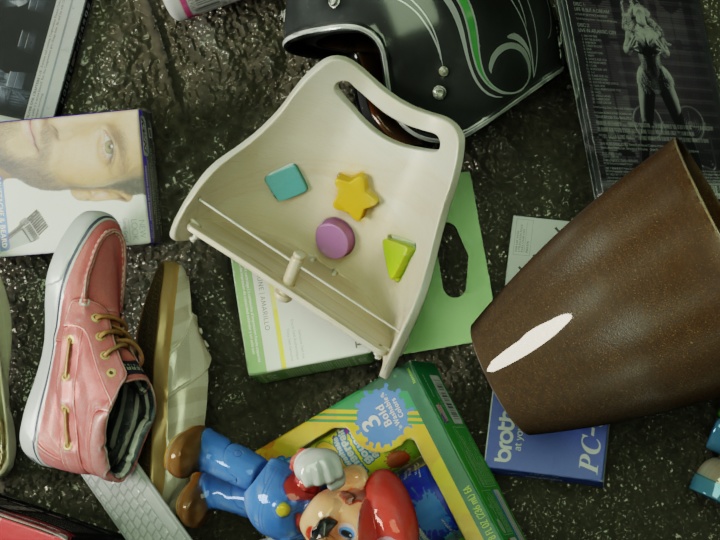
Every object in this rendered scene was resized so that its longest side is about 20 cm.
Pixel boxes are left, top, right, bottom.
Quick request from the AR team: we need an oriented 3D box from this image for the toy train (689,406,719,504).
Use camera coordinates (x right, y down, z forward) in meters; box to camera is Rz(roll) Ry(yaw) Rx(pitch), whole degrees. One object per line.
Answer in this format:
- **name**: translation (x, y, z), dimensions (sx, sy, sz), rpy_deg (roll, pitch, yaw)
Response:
- **toy train**: translation (0.355, 0.150, 1.423), dimensions (0.199, 0.085, 0.116), rpy_deg (23, 91, 10)

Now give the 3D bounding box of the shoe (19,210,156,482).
- **shoe**: translation (-0.194, 0.059, 1.442), dimensions (0.091, 0.071, 0.202), rpy_deg (12, 88, 33)

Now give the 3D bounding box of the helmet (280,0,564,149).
- **helmet**: translation (0.045, -0.193, 1.467), dimensions (0.199, 0.200, 0.191), rpy_deg (-33, 92, -2)

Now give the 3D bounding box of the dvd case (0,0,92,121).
- **dvd case**: translation (-0.333, -0.201, 1.588), dimensions (0.199, 0.025, 0.151), rpy_deg (12, 79, 7)

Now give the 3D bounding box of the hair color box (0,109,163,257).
- **hair color box**: translation (-0.265, -0.067, 1.522), dimensions (0.198, 0.065, 0.110), rpy_deg (-6, 91, 3)

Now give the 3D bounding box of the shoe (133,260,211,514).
- **shoe**: translation (-0.148, 0.094, 1.493), dimensions (0.053, 0.070, 0.202), rpy_deg (7, 81, -23)

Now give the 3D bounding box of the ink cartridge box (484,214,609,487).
- **ink cartridge box**: translation (0.154, 0.062, 1.475), dimensions (0.093, 0.044, 0.202), rpy_deg (6, 79, 8)

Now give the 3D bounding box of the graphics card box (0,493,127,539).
- **graphics card box**: translation (-0.253, 0.201, 1.404), dimensions (0.125, 0.200, 0.051), rpy_deg (17, 85, 8)

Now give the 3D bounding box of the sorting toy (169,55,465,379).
- **sorting toy**: translation (-0.009, -0.056, 1.400), dimensions (0.199, 0.107, 0.181), rpy_deg (33, 114, 12)

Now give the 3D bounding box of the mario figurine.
- **mario figurine**: translation (-0.053, 0.177, 1.353), dimensions (0.199, 0.123, 0.107), rpy_deg (12, 78, 26)

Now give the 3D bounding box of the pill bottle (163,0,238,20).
- **pill bottle**: translation (-0.077, -0.287, 1.536), dimensions (0.199, 0.113, 0.114), rpy_deg (-19, 77, 1)

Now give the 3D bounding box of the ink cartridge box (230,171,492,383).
- **ink cartridge box**: translation (0.000, 0.000, 1.502), dimensions (0.198, 0.048, 0.147), rpy_deg (-11, 76, 6)

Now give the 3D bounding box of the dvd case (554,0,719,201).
- **dvd case**: translation (0.224, -0.145, 1.484), dimensions (0.148, 0.016, 0.202), rpy_deg (-1, 75, -35)

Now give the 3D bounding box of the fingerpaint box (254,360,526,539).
- **fingerpaint box**: translation (0.023, 0.195, 1.424), dimensions (0.166, 0.073, 0.201), rpy_deg (-30, 77, 14)

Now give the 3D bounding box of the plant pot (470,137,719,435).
- **plant pot**: translation (0.188, 0.035, 1.375), dimensions (0.199, 0.187, 0.188), rpy_deg (-30, 76, 13)

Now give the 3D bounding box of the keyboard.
- **keyboard**: translation (-0.177, 0.174, 1.453), dimensions (0.200, 0.011, 0.056), rpy_deg (49, 129, 32)

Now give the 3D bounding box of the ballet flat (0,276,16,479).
- **ballet flat**: translation (-0.305, 0.071, 1.476), dimensions (0.069, 0.069, 0.202), rpy_deg (-9, 97, 3)
